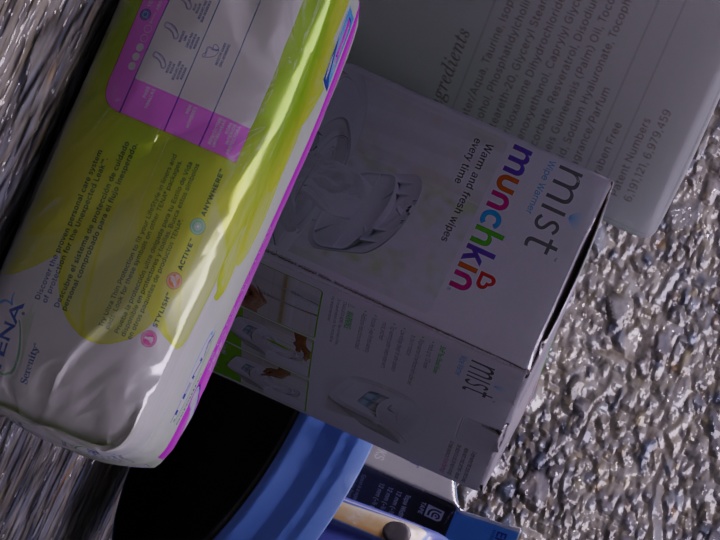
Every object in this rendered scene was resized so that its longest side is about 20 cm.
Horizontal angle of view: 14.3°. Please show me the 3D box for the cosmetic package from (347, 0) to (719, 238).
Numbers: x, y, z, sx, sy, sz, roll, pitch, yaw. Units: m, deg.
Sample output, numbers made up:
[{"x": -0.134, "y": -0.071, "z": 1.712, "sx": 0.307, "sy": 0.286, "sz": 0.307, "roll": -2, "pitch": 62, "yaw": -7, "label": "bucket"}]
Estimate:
[{"x": 0.079, "y": -0.152, "z": 1.227, "sx": 0.167, "sy": 0.199, "sz": 0.167, "roll": -61, "pitch": 174, "yaw": -56, "label": "cosmetic package"}]

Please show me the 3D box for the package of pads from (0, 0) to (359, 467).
[{"x": -0.063, "y": -0.031, "z": 0.989, "sx": 0.155, "sy": 0.068, "sz": 0.201, "roll": 76, "pitch": 36, "yaw": -84, "label": "package of pads"}]

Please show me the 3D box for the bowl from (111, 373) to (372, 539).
[{"x": -0.054, "y": 0.080, "z": 1.388, "sx": 0.201, "sy": 0.039, "sz": 0.201, "roll": -47, "pitch": -157, "yaw": 26, "label": "bowl"}]

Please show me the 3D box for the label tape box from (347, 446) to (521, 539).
[{"x": -0.002, "y": 0.144, "z": 1.781, "sx": 0.144, "sy": 0.199, "sz": 0.066, "roll": 109, "pitch": 5, "yaw": -46, "label": "label tape box"}]

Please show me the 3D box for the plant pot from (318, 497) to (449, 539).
[{"x": -0.059, "y": 0.223, "z": 1.605, "sx": 0.180, "sy": 0.199, "sz": 0.200, "roll": 97, "pitch": 16, "yaw": -50, "label": "plant pot"}]

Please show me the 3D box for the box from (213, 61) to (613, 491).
[{"x": 0.000, "y": 0.000, "z": 1.217, "sx": 0.200, "sy": 0.176, "sz": 0.097, "roll": 98, "pitch": 16, "yaw": -71, "label": "box"}]
